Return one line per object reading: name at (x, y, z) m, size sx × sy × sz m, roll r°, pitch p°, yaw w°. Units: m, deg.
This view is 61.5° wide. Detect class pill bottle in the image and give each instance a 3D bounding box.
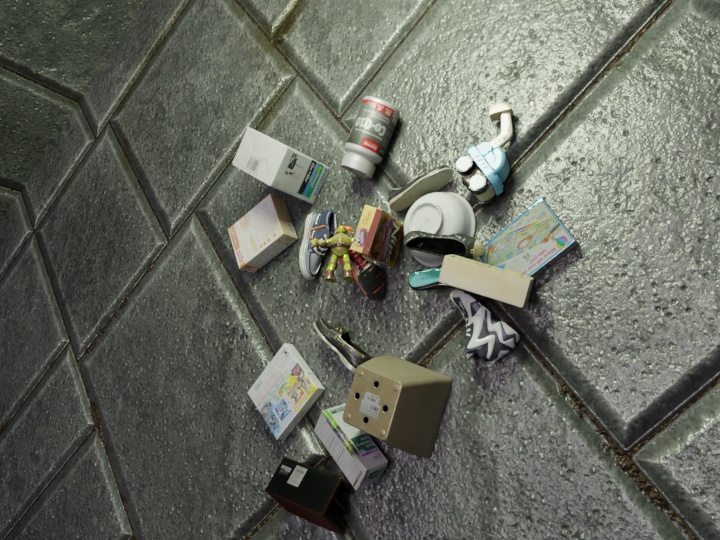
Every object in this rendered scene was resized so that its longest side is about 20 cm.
pill bottle at (0.025, -0.369, 1.692) m, size 0.113 × 0.113 × 0.203 m, roll 22°, pitch 92°, yaw 36°

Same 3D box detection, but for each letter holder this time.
letter holder at (-0.122, 0.590, 1.580) m, size 0.198 × 0.143 × 0.101 m, roll 6°, pitch 50°, yaw 36°

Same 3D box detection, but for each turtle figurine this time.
turtle figurine at (-0.042, -0.053, 1.588) m, size 0.197 × 0.065 × 0.164 m, roll 1°, pitch 71°, yaw -3°

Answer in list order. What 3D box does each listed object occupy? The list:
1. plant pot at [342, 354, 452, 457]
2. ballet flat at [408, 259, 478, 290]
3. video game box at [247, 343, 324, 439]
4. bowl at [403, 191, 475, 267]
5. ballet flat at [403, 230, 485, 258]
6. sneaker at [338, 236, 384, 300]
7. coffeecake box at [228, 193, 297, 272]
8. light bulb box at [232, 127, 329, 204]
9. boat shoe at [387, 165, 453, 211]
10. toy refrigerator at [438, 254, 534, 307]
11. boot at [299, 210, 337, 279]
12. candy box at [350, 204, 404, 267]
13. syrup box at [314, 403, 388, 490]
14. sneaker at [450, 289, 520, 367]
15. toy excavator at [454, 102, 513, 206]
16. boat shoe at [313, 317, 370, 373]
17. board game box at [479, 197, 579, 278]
plant pot at (0.072, 0.317, 1.450) m, size 0.198 × 0.176 × 0.203 m, roll 16°, pitch 87°, yaw 36°
ballet flat at (0.215, 0.014, 1.486) m, size 0.197 × 0.068 × 0.069 m, roll -6°, pitch 74°, yaw 24°
video game box at (-0.215, 0.344, 1.727) m, size 0.201 × 0.047 × 0.182 m, roll -52°, pitch 54°, yaw 14°
bowl at (0.183, -0.115, 1.533) m, size 0.199 × 0.090 × 0.204 m, roll -10°, pitch 72°, yaw 33°
ballet flat at (0.199, -0.055, 1.451) m, size 0.197 × 0.057 × 0.067 m, roll 7°, pitch 123°, yaw 12°
sneaker at (0.000, 0.000, 1.656) m, size 0.073 × 0.087 × 0.201 m, roll -31°, pitch 76°, yaw -17°
coffeecake box at (-0.307, -0.114, 1.889) m, size 0.199 × 0.073 × 0.155 m, roll -34°, pitch 61°, yaw 24°
light bulb box at (-0.236, -0.311, 1.809) m, size 0.197 × 0.199 × 0.126 m, roll 32°, pitch 98°, yaw 36°
boat shoe at (0.152, -0.231, 1.595) m, size 0.199 × 0.072 × 0.063 m, roll -30°, pitch 53°, yaw 30°
toy refrigerator at (0.286, 0.018, 1.374) m, size 0.198 × 0.076 × 0.071 m, roll 18°, pitch 100°, yaw 22°
boot at (-0.119, -0.076, 1.745) m, size 0.089 × 0.072 × 0.203 m, roll -8°, pitch 73°, yaw 39°
candy box at (0.050, -0.084, 1.548) m, size 0.056 × 0.200 × 0.118 m, roll 19°, pitch 90°, yaw 22°
syrup box at (-0.026, 0.444, 1.535) m, size 0.200 × 0.078 × 0.082 m, roll 46°, pitch 126°, yaw 35°
sneaker at (0.261, 0.144, 1.418) m, size 0.199 × 0.079 × 0.130 m, roll 39°, pitch 93°, yaw 25°
toy excavator at (0.325, -0.288, 1.485) m, size 0.199 × 0.100 × 0.196 m, roll -34°, pitch 63°, yaw 9°
boat shoe at (-0.049, 0.192, 1.636) m, size 0.201 × 0.072 × 0.061 m, roll 44°, pitch 100°, yaw 27°
board game box at (0.384, -0.051, 1.409) m, size 0.200 × 0.034 × 0.135 m, roll -41°, pitch 58°, yaw 20°
